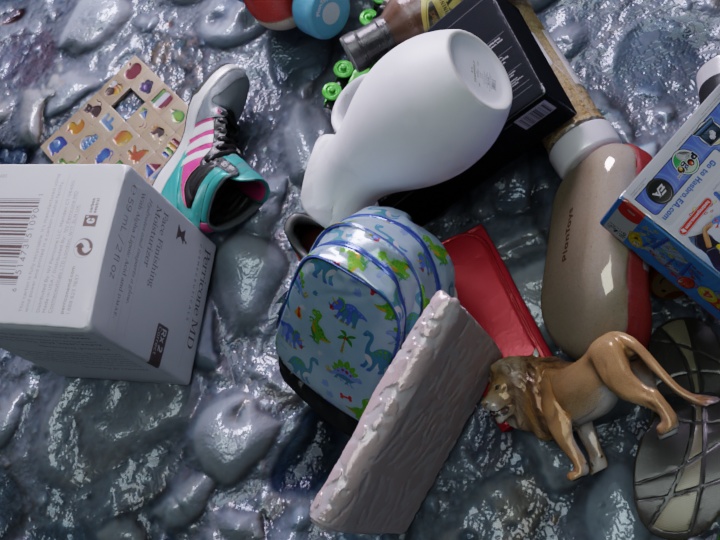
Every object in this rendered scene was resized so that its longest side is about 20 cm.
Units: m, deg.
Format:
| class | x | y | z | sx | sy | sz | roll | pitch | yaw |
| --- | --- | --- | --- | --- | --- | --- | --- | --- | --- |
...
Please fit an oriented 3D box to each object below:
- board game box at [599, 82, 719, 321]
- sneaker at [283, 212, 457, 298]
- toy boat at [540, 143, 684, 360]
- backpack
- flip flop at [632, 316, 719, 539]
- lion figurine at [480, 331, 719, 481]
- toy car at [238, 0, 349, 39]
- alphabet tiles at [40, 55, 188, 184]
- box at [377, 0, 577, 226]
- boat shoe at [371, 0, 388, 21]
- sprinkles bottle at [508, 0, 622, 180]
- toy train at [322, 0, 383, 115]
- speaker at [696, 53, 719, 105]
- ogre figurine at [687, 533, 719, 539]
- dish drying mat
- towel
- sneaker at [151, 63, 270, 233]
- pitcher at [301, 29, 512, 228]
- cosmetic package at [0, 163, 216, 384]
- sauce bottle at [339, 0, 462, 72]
| class | x | y | z | sx | sy | sz | roll | pitch | yaw |
| --- | --- | --- | --- | --- | --- | --- | --- | --- | --- |
| board game box | 0.334 | -0.051 | 0.712 | 0.196 | 0.056 | 0.200 | 42 | 72 | 11 |
| sneaker | 0.000 | 0.000 | 0.872 | 0.199 | 0.082 | 0.077 | 25 | 86 | 26 |
| toy boat | 0.245 | -0.007 | 0.798 | 0.130 | 0.131 | 0.201 | 14 | 72 | -9 |
| backpack | 0.004 | 0.043 | 0.782 | 0.163 | 0.153 | 0.201 | 37 | 114 | 24 |
| flip flop | 0.279 | 0.135 | 0.758 | 0.081 | 0.058 | 0.201 | -2 | 54 | 21 |
| lion figurine | 0.190 | 0.097 | 0.727 | 0.200 | 0.072 | 0.123 | -42 | 62 | 43 |
| toy car | -0.091 | -0.388 | 0.966 | 0.177 | 0.200 | 0.184 | -49 | 50 | -5 |
| alphabet tiles | -0.299 | -0.148 | 1.066 | 0.200 | 0.008 | 0.167 | -45 | 64 | -3 |
| box | 0.090 | -0.159 | 0.875 | 0.200 | 0.079 | 0.142 | -35 | 64 | 28 |
| boat shoe | 0.110 | -0.302 | 0.974 | 0.200 | 0.075 | 0.093 | -42 | 92 | -13 |
| sprinkles bottle | 0.189 | -0.186 | 0.897 | 0.068 | 0.068 | 0.201 | -27 | 64 | 6 |
| toy train | 0.017 | -0.256 | 0.992 | 0.056 | 0.042 | 0.201 | 23 | 76 | 9 |
| speaker | 0.361 | -0.098 | 0.805 | 0.081 | 0.081 | 0.201 | -5 | 69 | 15 |
| ogre figurine | 0.316 | 0.271 | 0.665 | 0.119 | 0.098 | 0.201 | -4 | 91 | 9 |
| dish drying mat | 0.127 | 0.052 | 0.853 | 0.077 | 0.018 | 0.201 | -27 | 65 | 7 |
| towel | 0.046 | 0.129 | 0.744 | 0.032 | 0.191 | 0.201 | 27 | 84 | 26 |
| sneaker | -0.145 | -0.126 | 0.965 | 0.120 | 0.084 | 0.201 | 22 | 85 | 28 |
| pitcher | 0.036 | -0.145 | 0.804 | 0.200 | 0.121 | 0.172 | -33 | 46 | 41 |
| cosmetic package | -0.271 | 0.009 | 0.889 | 0.164 | 0.200 | 0.166 | 2 | 70 | 18 |
| sauce bottle | 0.075 | -0.267 | 0.894 | 0.199 | 0.065 | 0.065 | -30 | 64 | 3 |
